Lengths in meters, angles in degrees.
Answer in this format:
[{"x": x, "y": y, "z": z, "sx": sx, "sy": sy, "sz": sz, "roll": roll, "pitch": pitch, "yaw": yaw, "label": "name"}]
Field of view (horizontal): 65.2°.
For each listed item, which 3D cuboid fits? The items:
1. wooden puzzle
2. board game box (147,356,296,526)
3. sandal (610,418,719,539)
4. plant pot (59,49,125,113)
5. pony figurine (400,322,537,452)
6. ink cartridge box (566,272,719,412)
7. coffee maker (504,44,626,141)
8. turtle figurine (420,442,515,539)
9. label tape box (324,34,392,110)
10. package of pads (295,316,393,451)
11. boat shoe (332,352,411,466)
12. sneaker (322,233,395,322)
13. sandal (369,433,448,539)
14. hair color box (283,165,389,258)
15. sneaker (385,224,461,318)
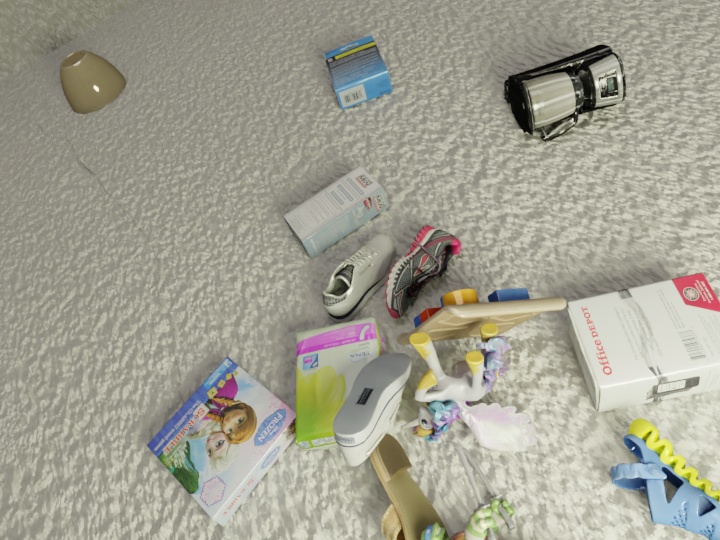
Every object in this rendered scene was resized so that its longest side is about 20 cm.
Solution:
[{"x": 0.167, "y": 0.064, "z": 0.825, "sx": 0.182, "sy": 0.200, "sz": 0.047, "roll": -2, "pitch": 73, "yaw": -20, "label": "wooden puzzle"}, {"x": -0.225, "y": 0.274, "z": 0.940, "sx": 0.198, "sy": 0.041, "sz": 0.200, "roll": 27, "pitch": 66, "yaw": 34, "label": "board game box"}, {"x": 0.389, "y": 0.283, "z": 0.690, "sx": 0.087, "sy": 0.080, "sz": 0.200, "roll": -36, "pitch": 42, "yaw": -5, "label": "sandal"}, {"x": -0.889, "y": -0.629, "z": 1.827, "sx": 0.197, "sy": 0.135, "sz": 0.202, "roll": -10, "pitch": 50, "yaw": 13, "label": "plant pot"}, {"x": 0.153, "y": 0.168, "z": 0.810, "sx": 0.190, "sy": 0.202, "sz": 0.168, "roll": -7, "pitch": 42, "yaw": -6, "label": "pony figurine"}, {"x": 0.414, "y": 0.103, "z": 0.809, "sx": 0.197, "sy": 0.084, "sz": 0.147, "roll": -14, "pitch": 50, "yaw": 10, "label": "ink cartridge box"}, {"x": 0.412, "y": -0.381, "z": 1.155, "sx": 0.197, "sy": 0.135, "sz": 0.194, "roll": -16, "pitch": 49, "yaw": 7, "label": "coffee maker"}, {"x": 0.181, "y": 0.312, "z": 0.691, "sx": 0.191, "sy": 0.145, "sz": 0.201, "roll": 17, "pitch": 53, "yaw": 19, "label": "turtle figurine"}, {"x": -0.009, "y": -0.517, "z": 1.463, "sx": 0.141, "sy": 0.066, "sz": 0.202, "roll": -19, "pitch": 47, "yaw": 5, "label": "label tape box"}, {"x": -0.026, "y": 0.183, "z": 0.920, "sx": 0.152, "sy": 0.068, "sz": 0.202, "roll": -12, "pitch": 53, "yaw": 11, "label": "package of pads"}, {"x": 0.020, "y": 0.193, "z": 0.810, "sx": 0.073, "sy": 0.066, "sz": 0.200, "roll": 5, "pitch": 29, "yaw": 30, "label": "boat shoe"}, {"x": 0.000, "y": 0.000, "z": 1.046, "sx": 0.076, "sy": 0.081, "sz": 0.201, "roll": 17, "pitch": 59, "yaw": 32, "label": "sneaker"}, {"x": 0.056, "y": 0.339, "z": 0.777, "sx": 0.070, "sy": 0.077, "sz": 0.214, "roll": -43, "pitch": 61, "yaw": 34, "label": "sandal"}, {"x": -0.050, "y": -0.124, "z": 1.173, "sx": 0.199, "sy": 0.061, "sz": 0.099, "roll": -35, "pitch": 50, "yaw": -7, "label": "hair color box"}, {"x": 0.108, "y": 0.001, "z": 1.005, "sx": 0.074, "sy": 0.081, "sz": 0.201, "roll": 20, "pitch": 62, "yaw": 29, "label": "sneaker"}]
